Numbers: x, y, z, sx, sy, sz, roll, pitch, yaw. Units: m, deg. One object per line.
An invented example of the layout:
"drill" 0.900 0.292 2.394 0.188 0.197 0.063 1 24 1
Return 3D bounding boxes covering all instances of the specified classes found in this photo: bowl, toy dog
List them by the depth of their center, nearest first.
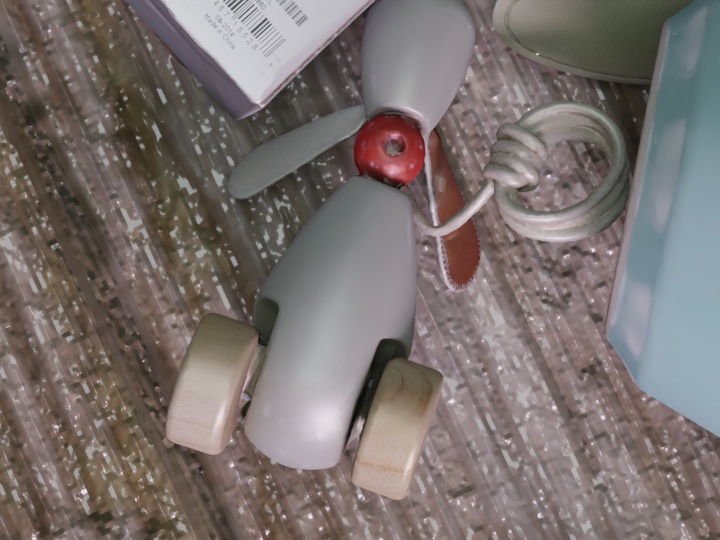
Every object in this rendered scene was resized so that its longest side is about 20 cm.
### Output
"bowl" 0.146 -0.023 0.729 0.104 0.201 0.202 11 87 8
"toy dog" 0.000 0.000 0.792 0.132 0.096 0.200 38 73 5

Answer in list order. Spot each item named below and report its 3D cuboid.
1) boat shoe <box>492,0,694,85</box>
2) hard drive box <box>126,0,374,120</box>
"boat shoe" 0.149 -0.121 0.798 0.198 0.075 0.066 -6 58 9
"hard drive box" -0.022 -0.180 0.775 0.200 0.077 0.156 -43 97 -7
